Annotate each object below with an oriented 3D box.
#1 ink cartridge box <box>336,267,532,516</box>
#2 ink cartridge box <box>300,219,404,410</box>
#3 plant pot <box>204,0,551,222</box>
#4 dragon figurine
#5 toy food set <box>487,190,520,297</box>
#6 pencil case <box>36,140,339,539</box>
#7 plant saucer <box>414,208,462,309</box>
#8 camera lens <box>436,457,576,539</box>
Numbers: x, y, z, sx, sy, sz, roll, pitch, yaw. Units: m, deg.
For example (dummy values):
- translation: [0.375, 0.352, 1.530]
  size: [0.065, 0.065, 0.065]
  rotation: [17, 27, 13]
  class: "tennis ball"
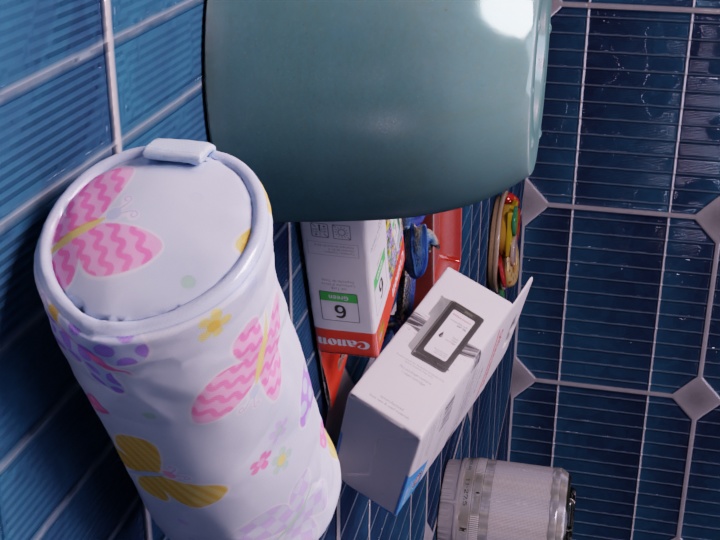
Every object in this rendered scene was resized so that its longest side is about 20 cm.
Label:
- translation: [0.061, 0.084, 0.929]
  size: [0.200, 0.067, 0.117]
  rotation: [-48, 161, -39]
  class: "ink cartridge box"
- translation: [0.000, 0.000, 0.833]
  size: [0.110, 0.049, 0.202]
  rotation: [-73, 163, -45]
  class: "ink cartridge box"
- translation: [0.022, -0.120, 0.623]
  size: [0.200, 0.158, 0.205]
  rotation: [6, 90, -78]
  class: "plant pot"
- translation: [0.033, -0.029, 0.959]
  size: [0.100, 0.058, 0.203]
  rotation: [-70, 163, -52]
  class: "dragon figurine"
- translation: [0.274, -0.048, 2.141]
  size: [0.198, 0.048, 0.204]
  rotation: [-54, 147, -68]
  class: "toy food set"
- translation: [-0.059, 0.043, 0.452]
  size: [0.091, 0.082, 0.201]
  rotation: [-58, 155, -29]
  class: "pencil case"
- translation: [0.081, -0.039, 1.245]
  size: [0.201, 0.036, 0.203]
  rotation: [-69, 161, -53]
  class: "plant saucer"
- translation: [0.223, 0.371, 1.715]
  size: [0.160, 0.196, 0.163]
  rotation: [5, 90, -78]
  class: "camera lens"
